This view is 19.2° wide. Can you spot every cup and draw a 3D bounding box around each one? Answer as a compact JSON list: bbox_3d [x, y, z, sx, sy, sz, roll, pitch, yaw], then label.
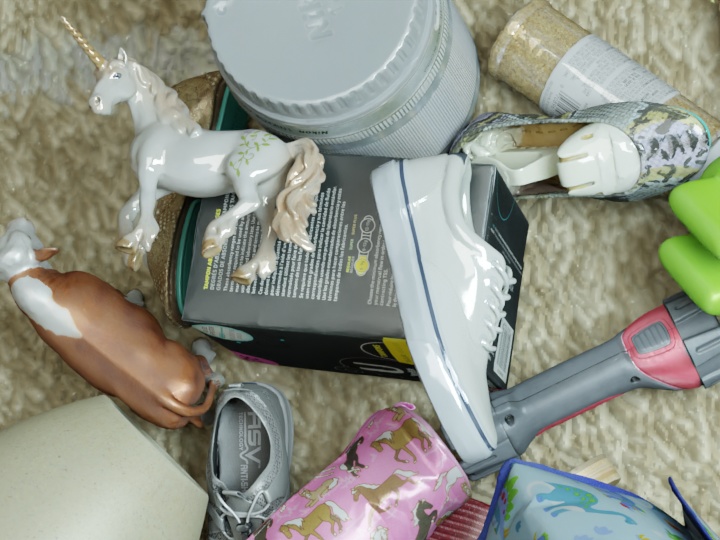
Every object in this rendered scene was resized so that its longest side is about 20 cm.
[{"bbox_3d":[-0.187,0.170,1.438,0.200,0.200,0.143,42,83,19],"label":"cup"}]

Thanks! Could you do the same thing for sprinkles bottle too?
[{"bbox_3d":[0.183,-0.110,1.472,0.200,0.068,0.068,37,88,19],"label":"sprinkles bottle"}]

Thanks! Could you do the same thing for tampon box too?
[{"bbox_3d":[0.000,0.000,1.449,0.199,0.150,0.127,5,78,15],"label":"tampon box"}]

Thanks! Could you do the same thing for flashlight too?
[{"bbox_3d":[0.155,0.080,1.435,0.200,0.068,0.068,-27,102,7],"label":"flashlight"}]

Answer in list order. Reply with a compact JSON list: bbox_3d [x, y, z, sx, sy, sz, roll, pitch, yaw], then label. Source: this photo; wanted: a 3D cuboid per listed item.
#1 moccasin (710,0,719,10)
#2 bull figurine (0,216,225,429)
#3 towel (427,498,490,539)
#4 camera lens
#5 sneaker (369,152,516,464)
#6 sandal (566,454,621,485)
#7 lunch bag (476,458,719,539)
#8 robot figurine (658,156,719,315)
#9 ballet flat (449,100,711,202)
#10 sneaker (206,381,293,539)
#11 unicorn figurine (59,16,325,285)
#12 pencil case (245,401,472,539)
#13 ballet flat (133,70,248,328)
[{"bbox_3d":[0.275,-0.190,1.463,0.073,0.078,0.202,-4,76,13],"label":"moccasin"},{"bbox_3d":[-0.177,0.042,1.495,0.200,0.121,0.065,42,102,18],"label":"bull figurine"},{"bbox_3d":[0.099,0.239,1.437,0.199,0.023,0.144,18,82,18],"label":"towel"},{"bbox_3d":[-0.009,-0.152,1.460,0.159,0.200,0.161,-3,76,13],"label":"camera lens"},{"bbox_3d":[0.061,0.017,1.315,0.071,0.073,0.201,-17,76,9],"label":"sneaker"},{"bbox_3d":[0.092,0.207,1.396,0.211,0.078,0.070,-34,75,-1],"label":"sandal"},{"bbox_3d":[0.182,0.210,1.304,0.199,0.170,0.128,18,106,-18],"label":"lunch bag"},{"bbox_3d":[0.295,-0.029,1.378,0.199,0.176,0.116,-11,37,-21],"label":"robot figurine"},{"bbox_3d":[0.139,-0.073,1.434,0.200,0.072,0.072,1,76,41],"label":"ballet flat"},{"bbox_3d":[-0.082,0.172,1.465,0.074,0.082,0.201,-11,75,11],"label":"sneaker"},{"bbox_3d":[-0.115,-0.068,1.387,0.199,0.074,0.138,13,70,4],"label":"unicorn figurine"},{"bbox_3d":[-0.019,0.178,1.408,0.200,0.087,0.083,-41,31,-15],"label":"pencil case"},{"bbox_3d":[-0.129,-0.051,1.538,0.065,0.071,0.201,1,64,24],"label":"ballet flat"}]
